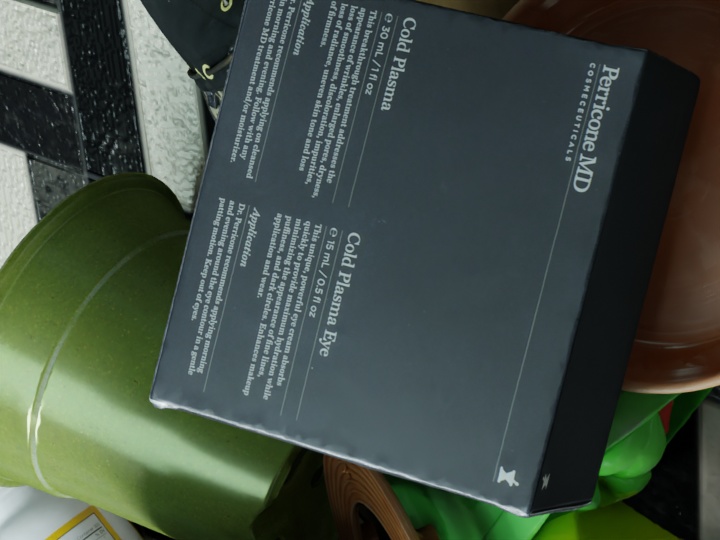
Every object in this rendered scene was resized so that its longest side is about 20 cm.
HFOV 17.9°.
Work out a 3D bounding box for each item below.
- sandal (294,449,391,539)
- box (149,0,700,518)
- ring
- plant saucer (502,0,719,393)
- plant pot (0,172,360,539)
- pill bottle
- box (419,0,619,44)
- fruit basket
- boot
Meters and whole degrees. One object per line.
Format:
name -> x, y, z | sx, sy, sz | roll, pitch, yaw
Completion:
sandal -> -0.020, 0.130, 1.349 | 0.200, 0.055, 0.082 | 39, 106, 39
box -> 0.029, -0.014, 0.999 | 0.182, 0.104, 0.201 | 16, 94, 22
ring -> 0.030, 0.175, 1.158 | 0.200, 0.019, 0.201 | 158, 90, -77
plant saucer -> 0.136, -0.045, 1.034 | 0.200, 0.032, 0.201 | 1, 91, 26
plant pot -> -0.092, 0.075, 1.276 | 0.190, 0.200, 0.201 | 28, 134, 26
pill bottle -> -0.187, 0.211, 1.536 | 0.200, 0.104, 0.104 | 51, 140, 6
box -> 0.084, -0.073, 1.134 | 0.163, 0.021, 0.201 | -9, 110, 48
fruit basket -> 0.116, 0.124, 1.123 | 0.215, 0.155, 0.216 | 32, 138, 33
boot -> -0.070, -0.154, 1.170 | 0.154, 0.073, 0.204 | 55, 158, 3
